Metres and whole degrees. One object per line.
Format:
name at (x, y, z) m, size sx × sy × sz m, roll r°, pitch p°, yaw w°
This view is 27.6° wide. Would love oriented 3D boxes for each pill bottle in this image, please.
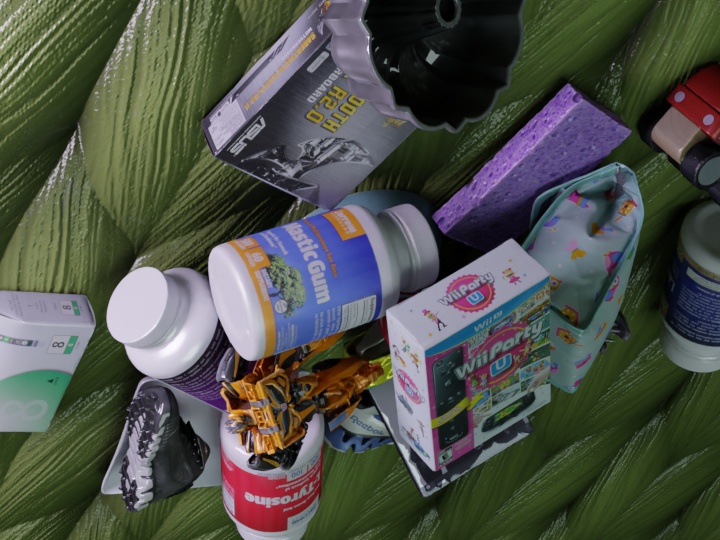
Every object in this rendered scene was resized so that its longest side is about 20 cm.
pill bottle at (-0.155, 0.068, 1.449) m, size 0.112 × 0.113 × 0.200 m, roll -38°, pitch 141°, yaw 15°
pill bottle at (0.415, 0.022, 1.713) m, size 0.115 × 0.116 × 0.200 m, roll -14°, pitch 140°, yaw -15°
pill bottle at (-0.032, 0.003, 1.369) m, size 0.199 × 0.112 × 0.112 m, roll -19°, pitch 143°, yaw -20°
pill bottle at (-0.097, 0.220, 1.608) m, size 0.112 × 0.112 × 0.200 m, roll -14°, pitch 141°, yaw -15°

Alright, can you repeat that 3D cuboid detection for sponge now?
sponge at (0.176, -0.099, 1.500) m, size 0.200 × 0.030 × 0.111 m, roll -45°, pitch 145°, yaw 21°

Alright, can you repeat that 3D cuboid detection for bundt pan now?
bundt pan at (0.045, -0.214, 1.200) m, size 0.201 × 0.076 × 0.203 m, roll -8°, pitch 101°, yaw -46°

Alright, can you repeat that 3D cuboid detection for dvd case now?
dvd case at (0.089, 0.131, 1.625) m, size 0.150 × 0.025 × 0.201 m, roll -29°, pitch 106°, yaw -9°

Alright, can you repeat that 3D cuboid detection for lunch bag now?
lunch bag at (0.225, -0.002, 1.539) m, size 0.200 × 0.122 × 0.171 m, roll -60°, pitch 165°, yaw -22°

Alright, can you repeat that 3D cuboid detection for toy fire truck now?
toy fire truck at (0.423, -0.158, 1.519) m, size 0.200 × 0.129 × 0.176 m, roll -50°, pitch 137°, yaw 12°

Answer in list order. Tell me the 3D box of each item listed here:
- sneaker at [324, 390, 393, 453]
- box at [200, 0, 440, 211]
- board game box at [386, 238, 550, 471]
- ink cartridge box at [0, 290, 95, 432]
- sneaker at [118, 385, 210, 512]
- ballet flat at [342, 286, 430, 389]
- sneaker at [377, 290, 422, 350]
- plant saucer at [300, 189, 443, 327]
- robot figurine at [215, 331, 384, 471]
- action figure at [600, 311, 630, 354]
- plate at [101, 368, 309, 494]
sneaker at (0.058, 0.147, 1.687) m, size 0.199 × 0.081 × 0.115 m, roll -6°, pitch 141°, yaw -21°
box at (-0.021, -0.156, 1.315) m, size 0.200 × 0.048 × 0.158 m, roll -43°, pitch 139°, yaw 21°
board game box at (0.107, 0.085, 1.408) m, size 0.147 × 0.064 × 0.200 m, roll -30°, pitch 141°, yaw -17°
ink cartridge box at (-0.374, 0.088, 1.403) m, size 0.199 × 0.050 × 0.161 m, roll 3°, pitch 134°, yaw -35°
sneaker at (-0.201, 0.182, 1.547) m, size 0.090 × 0.067 × 0.200 m, roll -9°, pitch 143°, yaw -23°
ballet flat at (0.066, 0.055, 1.553) m, size 0.200 × 0.067 × 0.067 m, roll -32°, pitch 135°, yaw -5°
sneaker at (0.085, 0.079, 1.477) m, size 0.200 × 0.113 × 0.071 m, roll 37°, pitch 98°, yaw -23°
plant saucer at (0.000, 0.000, 1.520) m, size 0.199 × 0.036 × 0.200 m, roll -16°, pitch 141°, yaw -13°
robot figurine at (-0.060, 0.107, 1.431) m, size 0.058 × 0.146 × 0.200 m, roll -7°, pitch -161°, yaw 38°
action figure at (0.204, 0.067, 1.688) m, size 0.199 × 0.070 × 0.130 m, roll -1°, pitch 145°, yaw -23°
plate at (-0.176, 0.171, 1.623) m, size 0.199 × 0.032 × 0.200 m, roll -1°, pitch 137°, yaw -28°
